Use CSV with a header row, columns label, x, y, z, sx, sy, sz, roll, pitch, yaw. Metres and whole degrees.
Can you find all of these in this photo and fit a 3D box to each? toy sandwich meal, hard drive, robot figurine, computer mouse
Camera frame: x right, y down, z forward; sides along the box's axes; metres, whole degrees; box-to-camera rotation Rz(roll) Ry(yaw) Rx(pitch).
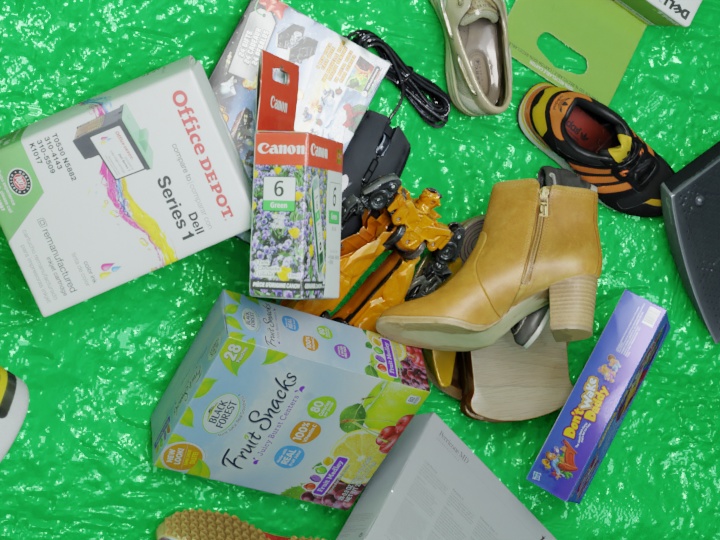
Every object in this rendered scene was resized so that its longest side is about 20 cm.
label,x,y,z,sx,sy,sz,roll,pitch,yaw
toy sandwich meal,0.134,0.048,1.607,0.203,0.070,0.207,-4,101,-21
hard drive,0.365,-0.038,1.676,0.134,0.042,0.201,-36,128,-13
robot figurine,0.000,0.000,1.519,0.200,0.058,0.145,-49,128,7
computer mouse,-0.011,-0.118,1.532,0.140,0.046,0.200,44,82,-24

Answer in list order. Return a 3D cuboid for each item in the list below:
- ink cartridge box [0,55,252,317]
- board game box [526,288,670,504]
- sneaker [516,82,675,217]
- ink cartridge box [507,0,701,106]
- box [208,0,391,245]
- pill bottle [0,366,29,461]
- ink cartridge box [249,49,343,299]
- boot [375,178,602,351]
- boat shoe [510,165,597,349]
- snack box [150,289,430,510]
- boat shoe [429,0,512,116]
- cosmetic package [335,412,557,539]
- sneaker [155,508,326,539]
label,x,y,z,sx,sy,sz,roll,pitch,yaw
ink cartridge box,-0.200,-0.072,1.411,0.199,0.084,0.146,-23,104,1
board game box,0.232,0.125,1.627,0.045,0.134,0.201,27,88,15
sneaker,0.241,-0.107,1.612,0.199,0.090,0.070,33,86,-24
ink cartridge box,0.239,-0.265,1.591,0.147,0.076,0.201,28,87,-24
box,-0.079,-0.126,1.487,0.136,0.040,0.201,29,88,-7
pill bottle,-0.381,0.091,1.382,0.199,0.112,0.113,36,85,-23
ink cartridge box,-0.051,-0.077,1.412,0.050,0.109,0.202,2,90,15
boot,0.113,-0.008,1.494,0.199,0.071,0.145,-2,68,8
boat shoe,0.164,-0.015,1.568,0.057,0.067,0.201,28,54,-4
snack box,-0.065,0.119,1.501,0.198,0.068,0.169,16,126,-22
boat shoe,0.103,-0.241,1.543,0.072,0.065,0.202,-12,98,-19
cosmetic package,0.085,0.257,1.606,0.200,0.051,0.151,47,58,-22
sneaker,-0.100,0.285,1.553,0.198,0.075,0.091,17,109,-13
